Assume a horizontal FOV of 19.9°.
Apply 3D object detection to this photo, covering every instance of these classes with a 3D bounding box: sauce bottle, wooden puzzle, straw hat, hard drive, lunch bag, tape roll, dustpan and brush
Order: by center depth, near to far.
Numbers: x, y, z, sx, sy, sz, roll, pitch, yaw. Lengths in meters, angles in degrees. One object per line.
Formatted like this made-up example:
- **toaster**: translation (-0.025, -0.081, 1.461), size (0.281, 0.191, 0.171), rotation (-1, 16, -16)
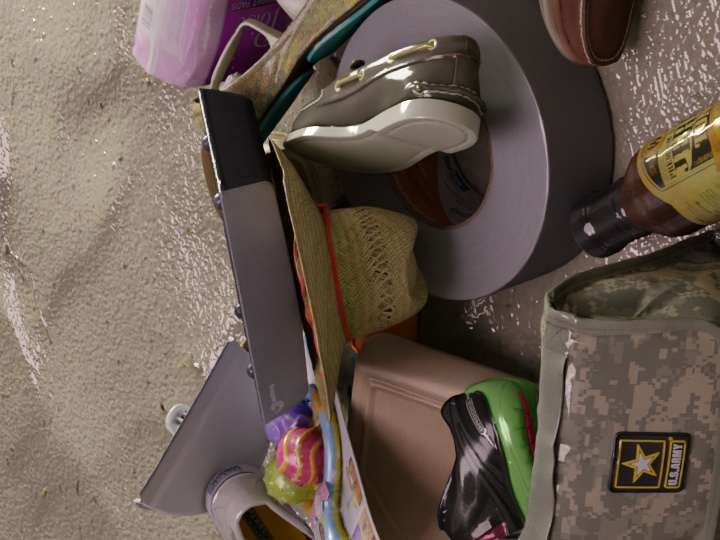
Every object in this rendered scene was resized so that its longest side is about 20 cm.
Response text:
- **lunch bag**: translation (0.175, 0.082, 1.186), size (0.117, 0.199, 0.166), rotation (24, 119, 42)
- **sauce bottle**: translation (0.201, -0.058, 1.212), size (0.200, 0.064, 0.065), rotation (-31, 79, 47)
- **straw hat**: translation (0.000, 0.000, 1.331), size (0.201, 0.084, 0.203), rotation (167, 90, -87)
- **tape roll**: translation (0.071, -0.085, 1.350), size (0.199, 0.066, 0.202), rotation (19, 116, 44)
- **hard drive**: translation (-0.071, -0.011, 1.388), size (0.135, 0.042, 0.201), rotation (-106, 6, -50)
- **wooden puzzle**: translation (0.073, 0.158, 1.423), size (0.184, 0.037, 0.202), rotation (18, 114, 21)
- **dustpan and brush**: translation (-0.102, 0.137, 1.556), size (0.057, 0.200, 0.140), rotation (23, 78, 35)

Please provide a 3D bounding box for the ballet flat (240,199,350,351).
- **ballet flat**: translation (-0.041, 0.010, 1.498), size (0.063, 0.069, 0.201), rotation (24, 129, -1)

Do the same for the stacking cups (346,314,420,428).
- **stacking cups**: translation (0.013, 0.070, 1.465), size (0.060, 0.060, 0.202), rotation (23, 122, 42)

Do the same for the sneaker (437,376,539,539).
- **sneaker**: translation (0.096, 0.169, 1.357), size (0.083, 0.076, 0.202), rotation (-4, 96, 35)

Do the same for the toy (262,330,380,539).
- **toy**: translation (-0.039, 0.142, 1.444), size (0.116, 0.047, 0.201), rotation (113, 145, -48)

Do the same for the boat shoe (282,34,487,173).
- **boat shoe**: translation (0.015, -0.104, 1.307), size (0.201, 0.072, 0.061), rotation (-9, 68, 60)

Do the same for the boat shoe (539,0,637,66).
- **boat shoe**: translation (0.153, -0.213, 1.208), size (0.071, 0.075, 0.202), rotation (23, 121, 39)

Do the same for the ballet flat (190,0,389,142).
- **ballet flat**: translation (-0.046, -0.158, 1.396), size (0.200, 0.070, 0.071), rotation (-46, 68, 26)

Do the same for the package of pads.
- **package of pads**: translation (-0.086, -0.232, 1.434), size (0.076, 0.120, 0.201), rotation (38, 128, 34)

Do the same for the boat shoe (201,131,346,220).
- **boat shoe**: translation (-0.059, -0.066, 1.506), size (0.200, 0.064, 0.072), rotation (16, 122, 63)

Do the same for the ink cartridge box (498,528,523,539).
- **ink cartridge box**: translation (0.140, 0.231, 1.276), size (0.083, 0.199, 0.148), rotation (-5, 99, 48)

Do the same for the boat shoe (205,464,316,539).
- **boat shoe**: translation (-0.040, 0.228, 1.518), size (0.201, 0.071, 0.070), rotation (56, 173, -27)
